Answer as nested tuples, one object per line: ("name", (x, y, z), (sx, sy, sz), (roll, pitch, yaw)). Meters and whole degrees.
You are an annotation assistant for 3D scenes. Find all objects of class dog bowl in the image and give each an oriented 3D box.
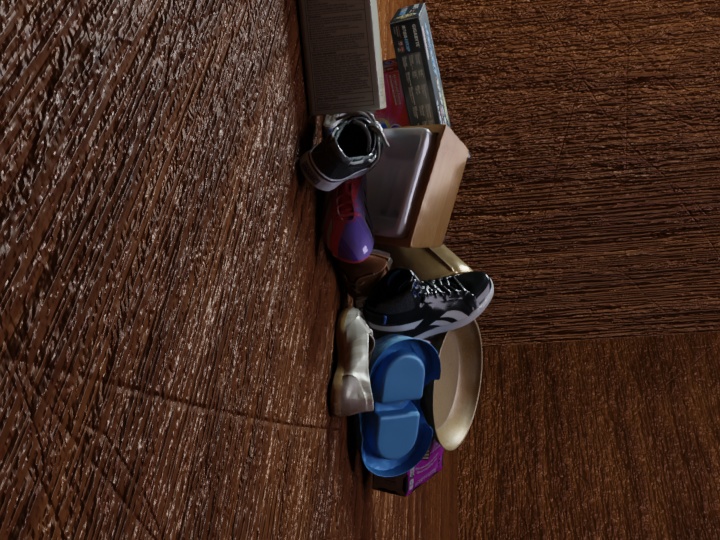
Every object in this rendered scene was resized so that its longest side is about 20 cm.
("dog bowl", (0.044, 0.178, 1.502), (0.050, 0.111, 0.201), (33, -58, 56))

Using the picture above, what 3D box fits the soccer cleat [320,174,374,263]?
("soccer cleat", (-0.017, -0.096, 1.387), (0.077, 0.066, 0.201), (94, -5, -46))

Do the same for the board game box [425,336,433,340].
("board game box", (0.087, 0.070, 1.759), (0.200, 0.023, 0.105), (57, -36, 42))

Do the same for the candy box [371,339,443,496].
("candy box", (0.075, 0.213, 1.629), (0.136, 0.061, 0.201), (-18, 112, -61))

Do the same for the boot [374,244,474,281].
("boot", (0.110, -0.042, 1.678), (0.200, 0.175, 0.066), (48, -18, 43))

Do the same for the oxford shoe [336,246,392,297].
("oxford shoe", (0.000, 0.000, 1.495), (0.200, 0.071, 0.072), (40, 69, -73))

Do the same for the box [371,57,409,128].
("box", (0.034, -0.206, 1.659), (0.096, 0.099, 0.201), (-78, 157, -65))

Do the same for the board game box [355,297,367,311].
("board game box", (0.010, 0.137, 1.640), (0.105, 0.023, 0.201), (78, 10, -58))

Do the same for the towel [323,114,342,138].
("towel", (-0.021, -0.143, 1.559), (0.147, 0.024, 0.201), (-79, 163, -60))

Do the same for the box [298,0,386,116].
("box", (-0.024, -0.296, 1.369), (0.078, 0.094, 0.201), (-55, 141, -78))

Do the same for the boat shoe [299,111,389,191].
("boat shoe", (-0.006, -0.156, 1.330), (0.074, 0.068, 0.199), (53, 29, 2))

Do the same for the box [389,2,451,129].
("box", (0.089, -0.278, 1.614), (0.159, 0.046, 0.201), (-71, 149, -70))

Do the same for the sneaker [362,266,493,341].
("sneaker", (0.097, 0.031, 1.524), (0.073, 0.199, 0.112), (47, -22, 43))

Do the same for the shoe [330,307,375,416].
("shoe", (-0.004, 0.117, 1.429), (0.200, 0.053, 0.070), (-83, 167, -55))

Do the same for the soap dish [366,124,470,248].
("soap dish", (0.053, -0.106, 1.437), (0.200, 0.081, 0.158), (11, -96, 64))

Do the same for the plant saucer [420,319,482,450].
("plant saucer", (0.128, 0.159, 1.612), (0.200, 0.035, 0.201), (6, 90, -65))
